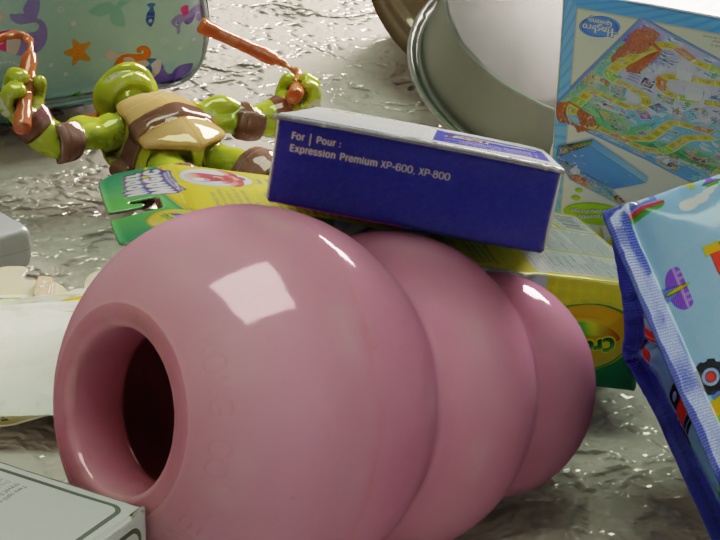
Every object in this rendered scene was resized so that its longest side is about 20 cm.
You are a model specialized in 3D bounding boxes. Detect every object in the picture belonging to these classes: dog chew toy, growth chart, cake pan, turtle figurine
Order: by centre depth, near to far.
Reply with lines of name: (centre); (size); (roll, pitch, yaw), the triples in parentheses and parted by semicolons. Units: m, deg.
dog chew toy: (-0.001, 0.040, 0.762); (0.200, 0.125, 0.124); (-2, 20, -44)
growth chart: (-0.081, 0.032, 0.893); (0.199, 0.018, 0.145); (2, 23, -1)
turtle figurine: (-0.089, -0.053, 1.030); (0.200, 0.065, 0.161); (-2, 30, -33)
cake pan: (0.124, -0.108, 1.141); (0.200, 0.037, 0.200); (6, 41, -5)

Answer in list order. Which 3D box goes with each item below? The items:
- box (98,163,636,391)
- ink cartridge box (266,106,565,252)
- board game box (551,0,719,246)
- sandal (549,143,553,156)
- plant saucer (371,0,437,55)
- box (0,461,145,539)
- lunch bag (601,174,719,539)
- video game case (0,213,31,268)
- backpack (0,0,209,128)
box: (0.000, 0.000, 0.887); (0.199, 0.048, 0.117); (9, 13, -13)
ink cartridge box: (0.020, -0.034, 0.814); (0.094, 0.037, 0.200); (11, 3, 2)
board game box: (0.173, -0.036, 0.931); (0.200, 0.135, 0.034); (15, 26, 25)
sandal: (0.179, -0.028, 1.014); (0.202, 0.082, 0.050); (10, 67, 12)
plant saucer: (0.104, -0.153, 1.238); (0.200, 0.030, 0.200); (6, 45, -6)
box: (-0.176, 0.092, 0.689); (0.200, 0.060, 0.117); (13, 25, 25)
lunch bag: (0.182, 0.055, 0.730); (0.150, 0.094, 0.200); (-19, 53, -1)
video game case: (-0.272, -0.016, 0.978); (0.200, 0.022, 0.182); (-17, 30, -38)
backpack: (-0.174, -0.157, 1.126); (0.200, 0.178, 0.151); (-11, 22, -21)
